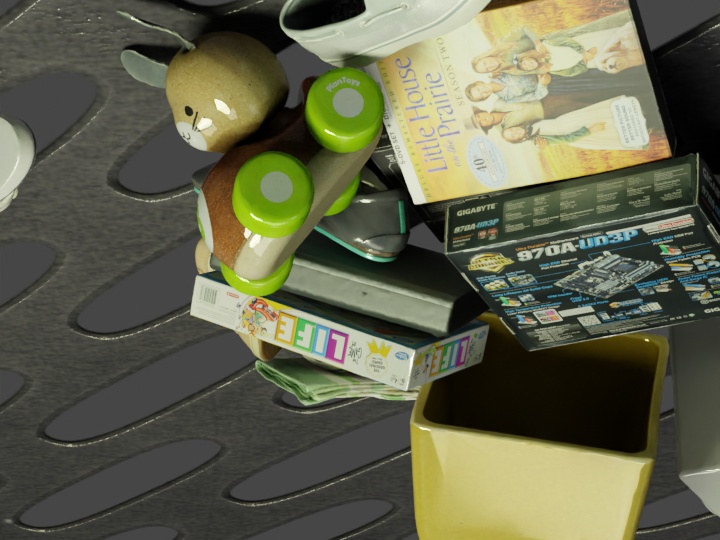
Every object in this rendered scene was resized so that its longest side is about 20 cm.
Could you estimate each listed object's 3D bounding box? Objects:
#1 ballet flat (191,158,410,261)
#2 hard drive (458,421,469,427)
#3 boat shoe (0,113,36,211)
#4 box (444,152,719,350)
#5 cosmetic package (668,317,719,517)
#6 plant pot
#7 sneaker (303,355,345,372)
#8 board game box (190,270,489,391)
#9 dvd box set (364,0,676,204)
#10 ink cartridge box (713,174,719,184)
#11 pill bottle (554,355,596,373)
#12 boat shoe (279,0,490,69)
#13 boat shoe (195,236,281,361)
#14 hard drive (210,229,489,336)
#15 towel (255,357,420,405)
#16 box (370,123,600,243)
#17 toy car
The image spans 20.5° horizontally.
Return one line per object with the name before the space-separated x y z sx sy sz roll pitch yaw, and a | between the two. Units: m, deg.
ballet flat | -0.044 -0.069 1.547 0.199 0.073 0.073 21 163 29
hard drive | 0.116 0.167 1.858 0.139 0.033 0.200 43 -176 -7
boat shoe | -0.309 -0.071 1.589 0.070 0.071 0.200 -9 164 -47
box | 0.183 -0.009 1.477 0.199 0.046 0.159 -12 146 26
cosmetic package | 0.400 0.123 1.793 0.199 0.166 0.165 -13 149 26
plant pot | 0.144 0.173 1.659 0.193 0.196 0.201 8 120 8
sneaker | -0.010 0.019 1.727 0.115 0.081 0.199 43 156 -16
board game box | -0.015 0.038 1.576 0.199 0.034 0.134 18 -164 26
dvd box set | 0.110 -0.128 1.412 0.199 0.029 0.147 -8 122 20
ink cartridge box | 0.317 -0.039 1.618 0.175 0.045 0.200 6 152 -10
pill bottle | 0.189 0.097 1.816 0.108 0.110 0.200 3 152 -2
boat shoe | 0.021 -0.190 1.319 0.071 0.071 0.200 16 153 -36
boat shoe | -0.097 0.018 1.744 0.064 0.071 0.200 32 164 19
hard drive | 0.000 0.000 1.567 0.199 0.033 0.139 16 -165 17
towel | 0.020 0.100 1.827 0.199 0.024 0.152 -1 -172 -20
box | 0.124 -0.091 1.526 0.199 0.049 0.158 -10 151 22
toy car | -0.099 -0.105 1.412 0.200 0.158 0.164 38 162 5
